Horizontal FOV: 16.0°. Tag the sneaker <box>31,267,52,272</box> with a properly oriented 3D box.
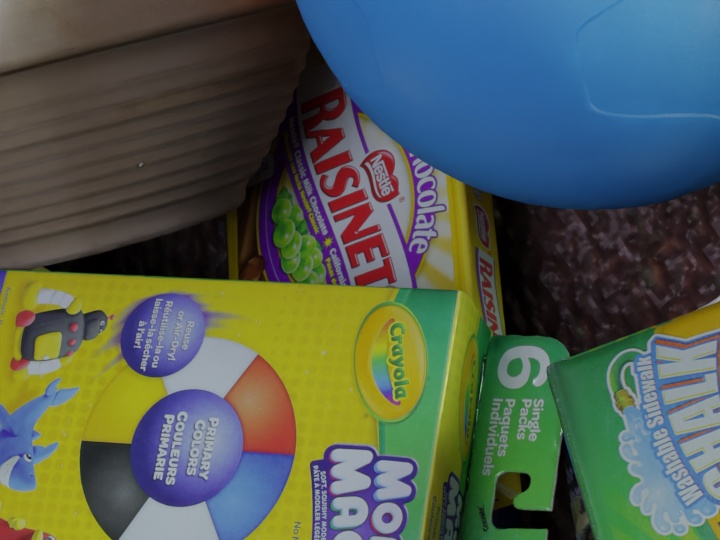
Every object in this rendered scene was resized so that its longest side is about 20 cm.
[{"bbox_3d":[-0.150,-0.008,0.969,0.199,0.105,0.076,26,131,0],"label":"sneaker"}]

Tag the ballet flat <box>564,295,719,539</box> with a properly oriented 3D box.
[{"bbox_3d":[0.145,0.024,0.828,0.200,0.072,0.072,-34,73,24],"label":"ballet flat"}]

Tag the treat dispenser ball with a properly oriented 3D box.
[{"bbox_3d":[0.072,-0.120,0.792,0.200,0.200,0.203,-1,88,30],"label":"treat dispenser ball"}]

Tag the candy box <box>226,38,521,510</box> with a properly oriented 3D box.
[{"bbox_3d":[0.000,0.000,0.893,0.102,0.026,0.201,-20,57,25],"label":"candy box"}]

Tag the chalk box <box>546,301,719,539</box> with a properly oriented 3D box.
[{"bbox_3d":[0.133,0.085,0.747,0.199,0.125,0.124,-20,54,9],"label":"chalk box"}]

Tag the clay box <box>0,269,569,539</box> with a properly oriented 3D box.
[{"bbox_3d":[-0.038,0.063,0.819,0.198,0.048,0.116,1,70,21],"label":"clay box"}]

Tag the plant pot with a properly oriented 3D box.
[{"bbox_3d":[-0.099,-0.055,0.889,0.200,0.201,0.093,-9,99,30],"label":"plant pot"}]

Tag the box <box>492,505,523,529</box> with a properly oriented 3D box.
[{"bbox_3d":[0.008,0.146,0.906,0.120,0.032,0.202,-13,87,20],"label":"box"}]
